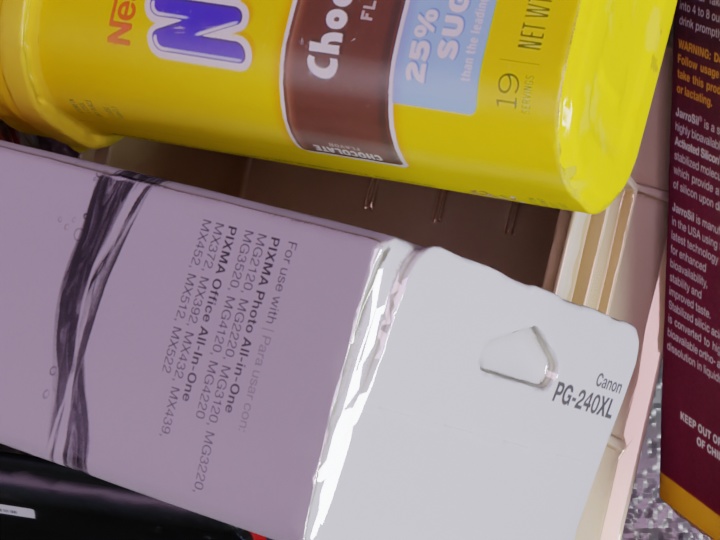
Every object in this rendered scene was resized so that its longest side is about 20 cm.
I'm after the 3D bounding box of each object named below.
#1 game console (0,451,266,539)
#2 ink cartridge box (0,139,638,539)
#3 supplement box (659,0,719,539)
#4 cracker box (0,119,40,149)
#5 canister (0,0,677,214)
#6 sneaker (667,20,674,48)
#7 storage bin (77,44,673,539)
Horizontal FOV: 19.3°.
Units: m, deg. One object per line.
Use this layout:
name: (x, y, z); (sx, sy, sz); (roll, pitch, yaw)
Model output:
game console: (-0.133, 0.094, 0.741); (0.200, 0.177, 0.031); (8, 63, 0)
ink cartridge box: (-0.043, 0.022, 0.614); (0.200, 0.145, 0.083); (15, 88, 34)
supplement box: (0.166, -0.010, 0.684); (0.110, 0.086, 0.200); (-9, 110, -22)
cracker box: (-0.166, -0.106, 0.739); (0.058, 0.134, 0.200); (-19, 72, 0)
canister: (-0.007, -0.101, 0.644); (0.200, 0.087, 0.149); (10, 79, 24)
sneaker: (0.098, -0.116, 0.778); (0.200, 0.075, 0.076); (20, 102, 17)
storage bin: (0.000, 0.000, 0.734); (0.200, 0.094, 0.199); (11, 85, 32)
